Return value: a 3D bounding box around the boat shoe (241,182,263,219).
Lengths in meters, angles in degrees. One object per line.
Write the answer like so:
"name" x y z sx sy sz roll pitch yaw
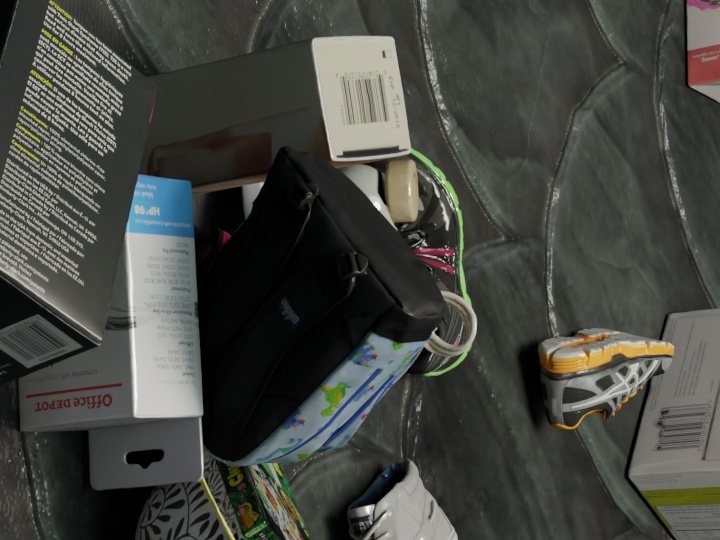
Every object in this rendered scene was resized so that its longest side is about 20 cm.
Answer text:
"boat shoe" -0.051 -0.007 1.694 0.074 0.066 0.202 83 0 -62

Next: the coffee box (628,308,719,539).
"coffee box" 0.408 0.169 2.235 0.198 0.199 0.201 50 47 -36

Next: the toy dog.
"toy dog" 0.000 0.000 1.784 0.096 0.131 0.202 -29 98 -76

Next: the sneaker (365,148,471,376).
"sneaker" 0.042 -0.008 1.870 0.084 0.076 0.202 -30 106 -57

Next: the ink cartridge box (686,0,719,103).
"ink cartridge box" 0.402 -0.283 2.432 0.116 0.067 0.202 17 70 -52

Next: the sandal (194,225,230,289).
"sandal" -0.099 0.003 1.639 0.200 0.045 0.076 19 67 -74

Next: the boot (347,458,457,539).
"boot" 0.009 0.231 1.791 0.096 0.073 0.200 62 31 -16

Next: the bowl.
"bowl" -0.100 0.222 1.579 0.202 0.094 0.201 57 2 -3

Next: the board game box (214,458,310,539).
"board game box" -0.072 0.154 1.620 0.105 0.023 0.200 52 6 -34

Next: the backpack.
"backpack" -0.043 0.045 1.534 0.163 0.200 0.153 50 18 27

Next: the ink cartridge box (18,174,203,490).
"ink cartridge box" -0.169 0.044 1.527 0.066 0.115 0.202 5 79 -50

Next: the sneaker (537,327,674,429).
"sneaker" 0.223 0.098 2.111 0.199 0.078 0.078 -6 101 -51

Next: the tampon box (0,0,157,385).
"tampon box" -0.232 -0.046 1.403 0.126 0.149 0.201 40 45 -35

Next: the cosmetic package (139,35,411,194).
"cosmetic package" -0.075 -0.106 1.620 0.103 0.199 0.088 -10 92 -52
